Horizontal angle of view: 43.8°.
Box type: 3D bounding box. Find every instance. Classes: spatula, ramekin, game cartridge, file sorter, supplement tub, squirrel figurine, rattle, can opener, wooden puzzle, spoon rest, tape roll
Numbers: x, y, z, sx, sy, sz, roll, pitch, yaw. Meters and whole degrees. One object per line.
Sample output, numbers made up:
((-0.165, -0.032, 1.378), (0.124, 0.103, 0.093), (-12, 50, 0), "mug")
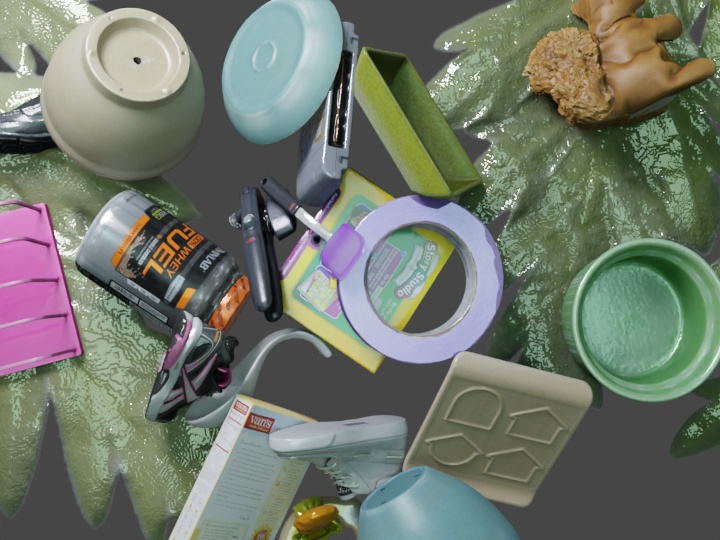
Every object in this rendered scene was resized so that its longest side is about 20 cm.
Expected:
((-0.064, -0.062, 1.087), (0.200, 0.021, 0.057), (42, 98, 31), "spatula")
((0.354, 0.062, 1.144), (0.198, 0.098, 0.202), (0, 88, -3), "ramekin")
((-0.043, -0.188, 1.110), (0.041, 0.133, 0.202), (10, 74, -21), "game cartridge")
((-0.445, 0.026, 1.093), (0.138, 0.125, 0.202), (-14, 89, -3), "file sorter")
((-0.237, 0.002, 1.106), (0.199, 0.123, 0.123), (33, 87, -2), "supplement tub")
((0.310, -0.281, 1.137), (0.199, 0.142, 0.188), (-20, 83, -6), "squirrel figurine")
((-0.035, 0.385, 1.099), (0.129, 0.143, 0.202), (7, 82, -20), "rattle")
((-0.121, -0.027, 1.102), (0.078, 0.063, 0.201), (-24, 46, 21), "can opener")
((0.167, 0.196, 1.121), (0.184, 0.046, 0.201), (14, 118, -11), "wooden puzzle")
((-0.136, 0.132, 1.127), (0.199, 0.099, 0.061), (-31, 104, -13), "spoon rest")
((0.070, 0.011, 1.092), (0.198, 0.066, 0.202), (0, 89, -5), "tape roll")

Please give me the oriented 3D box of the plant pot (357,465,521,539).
((0.073, 0.316, 1.068), (0.199, 0.200, 0.135), (-31, 92, -3), "plant pot")

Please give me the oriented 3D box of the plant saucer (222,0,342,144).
((-0.108, -0.256, 1.099), (0.199, 0.036, 0.202), (-14, 68, 37), "plant saucer")

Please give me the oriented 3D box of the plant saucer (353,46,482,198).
((0.065, -0.172, 1.103), (0.048, 0.200, 0.201), (-32, 90, 20), "plant saucer")

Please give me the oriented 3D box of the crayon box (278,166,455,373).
((0.000, 0.000, 1.149), (0.172, 0.058, 0.201), (34, 86, -3), "crayon box")

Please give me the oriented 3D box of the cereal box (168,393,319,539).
((-0.137, 0.262, 1.101), (0.039, 0.144, 0.201), (22, 84, 42), "cereal box")

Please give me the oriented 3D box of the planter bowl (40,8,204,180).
((-0.275, -0.227, 1.071), (0.199, 0.135, 0.202), (7, 70, -20), "planter bowl")

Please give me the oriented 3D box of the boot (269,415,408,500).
((-0.022, 0.237, 1.101), (0.199, 0.073, 0.096), (0, 92, -35), "boot")

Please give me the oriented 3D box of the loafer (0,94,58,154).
((-0.400, -0.191, 1.135), (0.199, 0.068, 0.071), (-7, 80, -8), "loafer")

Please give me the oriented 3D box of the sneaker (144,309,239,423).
((-0.201, 0.132, 1.077), (0.086, 0.200, 0.081), (19, 53, -12), "sneaker")
